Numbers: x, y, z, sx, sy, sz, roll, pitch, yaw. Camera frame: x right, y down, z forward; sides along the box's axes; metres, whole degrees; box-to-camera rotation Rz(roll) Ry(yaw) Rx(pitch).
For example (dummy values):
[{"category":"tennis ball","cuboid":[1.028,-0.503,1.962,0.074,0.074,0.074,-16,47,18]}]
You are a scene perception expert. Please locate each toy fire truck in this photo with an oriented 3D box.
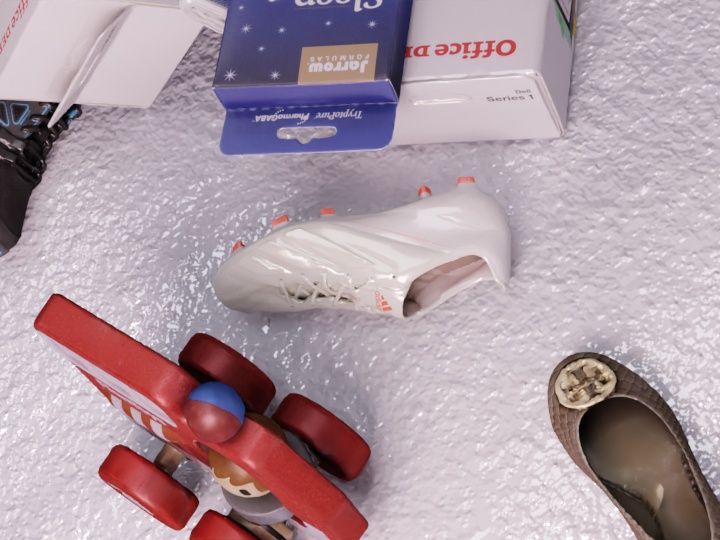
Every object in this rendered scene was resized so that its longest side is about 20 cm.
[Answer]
[{"category":"toy fire truck","cuboid":[-0.093,0.097,1.060,0.199,0.168,0.113,29,77,31]}]

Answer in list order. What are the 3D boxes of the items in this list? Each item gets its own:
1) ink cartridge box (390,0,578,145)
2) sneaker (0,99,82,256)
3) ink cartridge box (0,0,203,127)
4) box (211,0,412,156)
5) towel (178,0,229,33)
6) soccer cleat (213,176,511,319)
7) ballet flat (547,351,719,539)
[{"category":"ink cartridge box","cuboid":[0.069,-0.190,1.198,0.143,0.084,0.202,-2,63,20]},{"category":"sneaker","cuboid":[-0.247,-0.106,1.283,0.081,0.073,0.202,-9,62,15]},{"category":"ink cartridge box","cuboid":[-0.194,-0.212,1.252,0.124,0.129,0.202,0,63,-30]},{"category":"box","cuboid":[-0.026,-0.169,1.151,0.120,0.032,0.202,-1,64,17]},{"category":"towel","cuboid":[-0.081,-0.236,1.255,0.024,0.146,0.202,-35,52,35]},{"category":"soccer cleat","cuboid":[0.000,0.000,1.138,0.198,0.069,0.078,-15,62,10]},{"category":"ballet flat","cuboid":[0.166,0.122,1.019,0.067,0.046,0.201,-30,57,3]}]
